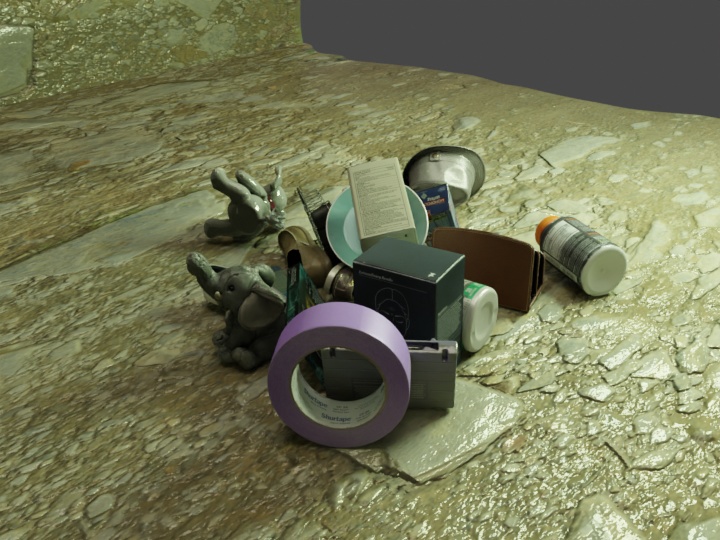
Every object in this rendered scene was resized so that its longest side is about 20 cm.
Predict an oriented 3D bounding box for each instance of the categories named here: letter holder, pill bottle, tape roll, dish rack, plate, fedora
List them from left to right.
[{"bbox_3d":[-0.080,-0.095,1.597,0.054,0.155,0.200,-23,29,-6],"label":"dish rack"},{"bbox_3d":[-0.028,0.148,1.066,0.196,0.203,0.066,1,26,5],"label":"tape roll"},{"bbox_3d":[0.032,-0.084,1.464,0.197,0.026,0.203,-2,67,4],"label":"plate"},{"bbox_3d":[0.128,0.058,1.321,0.198,0.115,0.113,17,33,32],"label":"pill bottle"},{"bbox_3d":[0.192,-0.198,1.771,0.196,0.178,0.091,4,47,8],"label":"fedora"},{"bbox_3d":[0.241,-0.025,1.443,0.197,0.144,0.101,12,30,25],"label":"letter holder"},{"bbox_3d":[0.424,-0.040,1.500,0.105,0.108,0.200,-10,29,-16],"label":"pill bottle"}]

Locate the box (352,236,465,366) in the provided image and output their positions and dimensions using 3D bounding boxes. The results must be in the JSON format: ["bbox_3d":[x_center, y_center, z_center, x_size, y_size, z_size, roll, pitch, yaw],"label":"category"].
[{"bbox_3d":[0.077,0.069,1.211,0.147,0.203,0.107,15,32,29],"label":"box"}]

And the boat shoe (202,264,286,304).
[{"bbox_3d":[-0.213,0.033,1.391,0.198,0.073,0.070,13,31,30],"label":"boat shoe"}]

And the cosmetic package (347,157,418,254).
[{"bbox_3d":[0.041,-0.102,1.373,0.102,0.088,0.202,-12,46,4],"label":"cosmetic package"}]

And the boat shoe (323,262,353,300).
[{"bbox_3d":[0.000,0.000,1.493,0.059,0.073,0.200,25,32,17],"label":"boat shoe"}]

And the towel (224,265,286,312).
[{"bbox_3d":[-0.194,0.051,1.459,0.144,0.022,0.200,-12,28,-18],"label":"towel"}]

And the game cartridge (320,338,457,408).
[{"bbox_3d":[0.043,0.153,1.131,0.196,0.131,0.039,2,46,5],"label":"game cartridge"}]

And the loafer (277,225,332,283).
[{"bbox_3d":[-0.126,-0.034,1.554,0.067,0.077,0.200,-10,28,-29],"label":"loafer"}]

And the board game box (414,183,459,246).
[{"bbox_3d":[0.127,-0.091,1.586,0.197,0.199,0.063,-13,66,25],"label":"board game box"}]

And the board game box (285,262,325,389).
[{"bbox_3d":[-0.079,0.089,1.258,0.028,0.136,0.201,-26,26,9],"label":"board game box"}]

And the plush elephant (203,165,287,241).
[{"bbox_3d":[-0.232,-0.153,1.701,0.197,0.167,0.155,14,28,13],"label":"plush elephant"}]

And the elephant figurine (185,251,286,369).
[{"bbox_3d":[-0.184,0.050,1.251,0.140,0.203,0.155,22,37,27],"label":"elephant figurine"}]
